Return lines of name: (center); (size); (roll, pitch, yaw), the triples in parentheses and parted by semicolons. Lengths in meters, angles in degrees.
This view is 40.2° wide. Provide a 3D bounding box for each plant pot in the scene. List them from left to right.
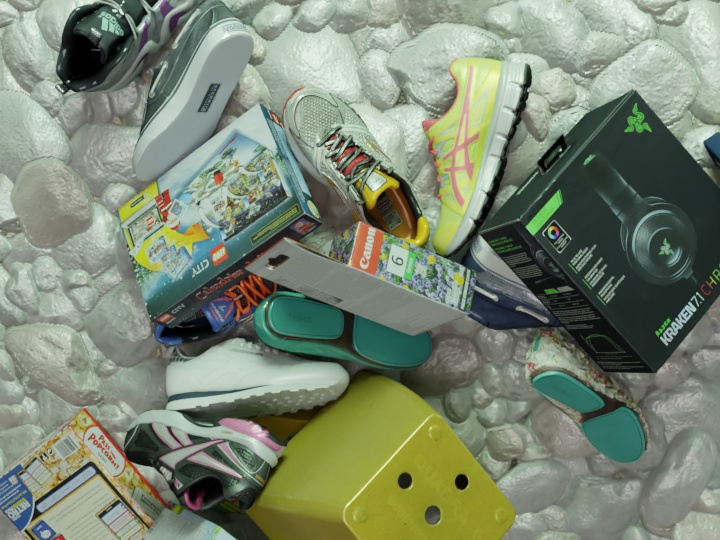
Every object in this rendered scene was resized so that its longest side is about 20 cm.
plant pot: (0.032, 0.233, 0.968); (0.200, 0.176, 0.201); (-43, 100, -22)

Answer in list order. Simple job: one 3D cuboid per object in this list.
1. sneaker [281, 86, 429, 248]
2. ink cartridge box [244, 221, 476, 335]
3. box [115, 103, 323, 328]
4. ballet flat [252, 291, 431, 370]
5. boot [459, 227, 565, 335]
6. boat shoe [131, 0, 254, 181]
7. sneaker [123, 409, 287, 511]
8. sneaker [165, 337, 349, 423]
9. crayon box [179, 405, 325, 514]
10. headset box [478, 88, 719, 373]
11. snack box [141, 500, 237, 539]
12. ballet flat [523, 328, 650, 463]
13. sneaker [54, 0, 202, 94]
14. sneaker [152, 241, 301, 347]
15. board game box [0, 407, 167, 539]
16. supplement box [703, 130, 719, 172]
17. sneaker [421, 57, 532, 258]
sneaker: (0.003, -0.098, 0.954); (0.078, 0.082, 0.200); (-43, 100, -8)
ink cartridge box: (0.000, 0.000, 0.944); (0.198, 0.109, 0.051); (23, 66, -21)
box: (-0.146, -0.053, 0.984); (0.199, 0.038, 0.138); (-33, 64, 17)
ballet flat: (-0.022, 0.061, 1.020); (0.198, 0.070, 0.068); (13, 78, -26)
boot: (0.187, 0.032, 0.993); (0.198, 0.073, 0.091); (27, 132, -5)
boat shoe: (-0.178, -0.178, 0.975); (0.068, 0.071, 0.201); (54, 127, 25)
sneaker: (-0.173, 0.196, 0.994); (0.198, 0.087, 0.080); (-6, 141, 38)
sneaker: (-0.110, 0.107, 1.030); (0.197, 0.081, 0.077); (-6, 152, 6)
crayon box: (-0.101, 0.207, 1.093); (0.197, 0.051, 0.129); (5, 108, 6)
headset box: (0.233, -0.038, 0.901); (0.174, 0.093, 0.200); (-45, 97, -15)
snack box: (-0.136, 0.332, 1.051); (0.168, 0.199, 0.068); (42, 68, -16)
ballet flat: (0.235, 0.124, 0.999); (0.075, 0.064, 0.200); (-24, 131, 30)
sneaker: (-0.216, -0.239, 0.918); (0.077, 0.140, 0.201); (37, 110, -4)
sneaker: (-0.133, 0.032, 1.027); (0.198, 0.079, 0.076); (-29, 102, 16)
board game box: (-0.319, 0.285, 1.153); (0.151, 0.046, 0.201); (-35, 100, 17)
supplement box: (0.452, -0.076, 0.873); (0.199, 0.134, 0.201); (-33, 101, 16)
sneaker: (0.097, -0.112, 0.954); (0.089, 0.078, 0.202); (19, 104, 10)
